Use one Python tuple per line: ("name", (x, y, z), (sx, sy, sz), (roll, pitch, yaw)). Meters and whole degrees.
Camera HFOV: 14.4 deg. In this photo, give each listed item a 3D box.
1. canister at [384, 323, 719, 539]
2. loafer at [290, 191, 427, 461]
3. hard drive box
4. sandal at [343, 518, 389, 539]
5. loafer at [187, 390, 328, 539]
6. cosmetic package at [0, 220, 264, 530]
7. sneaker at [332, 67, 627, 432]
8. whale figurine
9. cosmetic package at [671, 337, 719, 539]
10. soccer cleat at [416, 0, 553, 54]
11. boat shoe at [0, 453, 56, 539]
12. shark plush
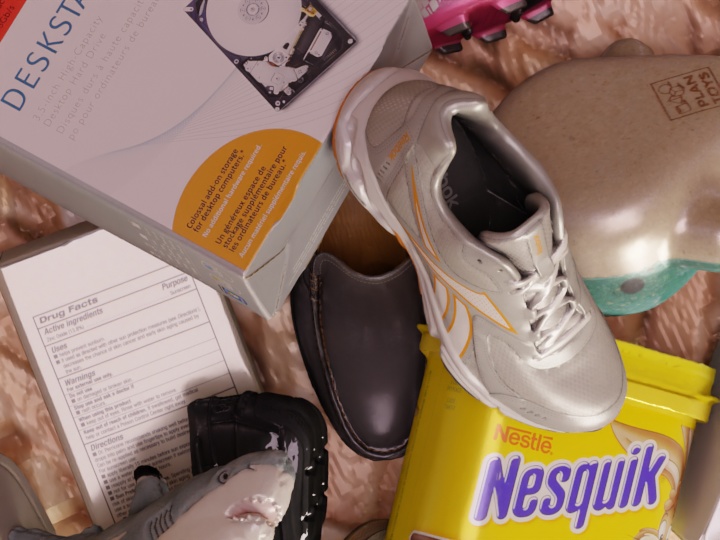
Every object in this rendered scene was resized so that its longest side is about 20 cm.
("canister", (0.082, 0.128, 1.384), (0.148, 0.087, 0.200), (16, 86, -27))
("loafer", (0.000, 0.000, 1.400), (0.073, 0.072, 0.200), (-10, 98, -3))
("hard drive box", (-0.092, -0.095, 1.330), (0.200, 0.077, 0.156), (27, 80, 15))
("sandal", (0.033, 0.214, 1.441), (0.080, 0.054, 0.200), (-40, 114, -22))
("loafer", (-0.055, 0.155, 1.352), (0.070, 0.068, 0.201), (4, 100, 13))
("cosmetic package", (-0.098, 0.068, 1.402), (0.105, 0.071, 0.200), (-19, 98, -2))
("sneaker", (0.066, -0.001, 1.270), (0.076, 0.092, 0.200), (-44, 113, -17))
("whale figurine", (0.156, -0.047, 1.384), (0.200, 0.159, 0.104), (-21, 136, -4))
("cosmetic package", (0.236, 0.055, 1.413), (0.107, 0.085, 0.200), (21, 96, -14))
("soccer cleat", (0.097, -0.178, 1.393), (0.200, 0.070, 0.086), (-27, 83, -2))
("boat shoe", (-0.173, 0.183, 1.430), (0.063, 0.073, 0.200), (-10, 108, 41))
("shark plush", (-0.095, 0.129, 1.321), (0.091, 0.200, 0.083), (17, 74, -24))
